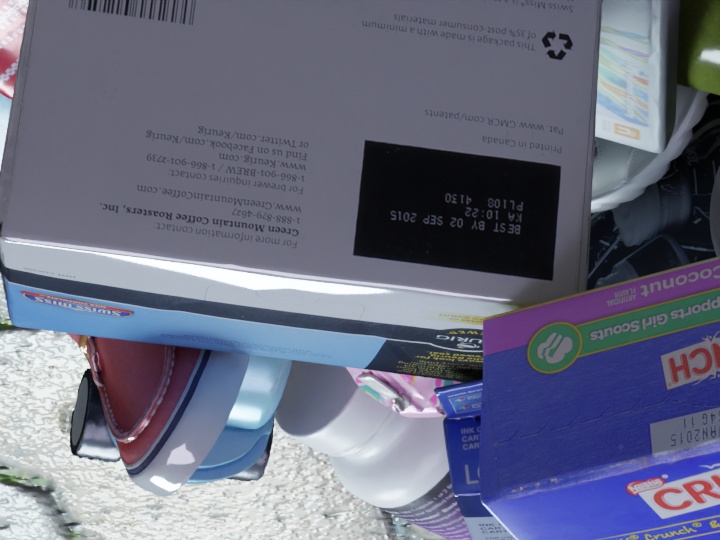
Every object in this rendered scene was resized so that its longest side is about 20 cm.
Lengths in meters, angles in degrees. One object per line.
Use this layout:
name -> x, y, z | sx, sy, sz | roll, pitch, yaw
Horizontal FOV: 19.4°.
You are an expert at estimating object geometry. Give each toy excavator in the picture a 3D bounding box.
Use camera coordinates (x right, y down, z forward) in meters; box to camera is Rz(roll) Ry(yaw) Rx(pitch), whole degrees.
toy excavator -> -0.063, 0.004, 1.025 | 0.100, 0.195, 0.200 | 11, 168, -17

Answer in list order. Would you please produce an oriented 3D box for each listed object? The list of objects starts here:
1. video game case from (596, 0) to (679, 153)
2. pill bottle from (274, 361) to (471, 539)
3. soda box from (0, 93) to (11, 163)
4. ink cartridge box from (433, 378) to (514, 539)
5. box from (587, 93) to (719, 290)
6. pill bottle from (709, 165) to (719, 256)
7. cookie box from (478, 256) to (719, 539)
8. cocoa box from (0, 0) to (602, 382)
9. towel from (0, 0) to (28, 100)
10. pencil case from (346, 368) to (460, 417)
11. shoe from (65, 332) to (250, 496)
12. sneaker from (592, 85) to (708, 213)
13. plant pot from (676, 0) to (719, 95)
video game case -> 0.033, -0.114, 0.813 | 0.182, 0.022, 0.200 | 17, 163, 13
pill bottle -> 0.053, 0.087, 1.141 | 0.200, 0.112, 0.111 | 28, 133, -33
soda box -> -0.167, -0.095, 0.936 | 0.200, 0.064, 0.068 | 27, 133, -31
ink cartridge box -> 0.103, 0.091, 0.858 | 0.119, 0.042, 0.200 | -9, 150, 8
box -> 0.177, 0.023, 0.994 | 0.182, 0.200, 0.104 | -30, 136, 29
pill bottle -> 0.227, 0.011, 0.795 | 0.112, 0.112, 0.200 | -27, 136, 28
cookie box -> 0.155, 0.073, 0.724 | 0.171, 0.075, 0.200 | -15, 143, 21
cocoa box -> -0.024, -0.042, 0.770 | 0.200, 0.134, 0.131 | 7, 165, -5
towel -> -0.118, -0.109, 0.841 | 0.145, 0.023, 0.200 | -26, 136, 37
pencil case -> 0.000, 0.000, 0.941 | 0.087, 0.088, 0.200 | -15, 152, 16
shoe -> -0.104, 0.016, 0.872 | 0.091, 0.200, 0.072 | 33, 107, -18
sneaker -> 0.077, -0.064, 0.978 | 0.082, 0.075, 0.200 | 28, 134, -35
plant pot -> 0.203, -0.132, 0.835 | 0.200, 0.187, 0.187 | -4, 145, 27
